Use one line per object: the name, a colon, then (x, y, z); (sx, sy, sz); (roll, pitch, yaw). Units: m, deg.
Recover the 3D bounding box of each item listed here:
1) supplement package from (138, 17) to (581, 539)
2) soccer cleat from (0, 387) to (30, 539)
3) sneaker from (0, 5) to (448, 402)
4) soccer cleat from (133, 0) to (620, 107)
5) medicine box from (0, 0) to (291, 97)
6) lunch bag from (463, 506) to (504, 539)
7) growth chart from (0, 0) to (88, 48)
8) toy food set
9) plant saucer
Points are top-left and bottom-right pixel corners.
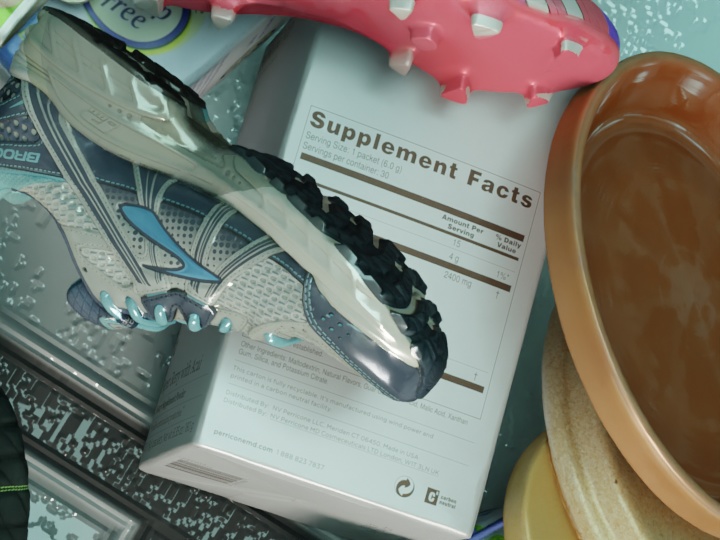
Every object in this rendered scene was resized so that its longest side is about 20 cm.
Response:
supplement package: (0.000, 0.000, 0.823); (0.119, 0.121, 0.202); (19, 75, -12)
soccer cleat: (-0.162, 0.132, 0.743); (0.067, 0.081, 0.202); (12, 77, -13)
sneaker: (-0.057, -0.007, 0.724); (0.199, 0.078, 0.087); (38, 99, 15)
soccer cleat: (0.006, -0.119, 0.752); (0.198, 0.067, 0.077); (12, 64, -7)
medicine box: (-0.105, -0.163, 0.831); (0.200, 0.103, 0.182); (-43, 94, -17)
lunch bag: (0.068, 0.206, 0.827); (0.160, 0.082, 0.201); (-26, 88, -18)
growth chart: (-0.145, -0.157, 0.756); (0.199, 0.018, 0.145); (-36, 92, -18)
toy food set: (0.143, 0.085, 0.839); (0.197, 0.049, 0.202); (28, 50, -30)
plant saucer: (0.138, 0.011, 0.804); (0.199, 0.032, 0.202); (24, 57, -41)
